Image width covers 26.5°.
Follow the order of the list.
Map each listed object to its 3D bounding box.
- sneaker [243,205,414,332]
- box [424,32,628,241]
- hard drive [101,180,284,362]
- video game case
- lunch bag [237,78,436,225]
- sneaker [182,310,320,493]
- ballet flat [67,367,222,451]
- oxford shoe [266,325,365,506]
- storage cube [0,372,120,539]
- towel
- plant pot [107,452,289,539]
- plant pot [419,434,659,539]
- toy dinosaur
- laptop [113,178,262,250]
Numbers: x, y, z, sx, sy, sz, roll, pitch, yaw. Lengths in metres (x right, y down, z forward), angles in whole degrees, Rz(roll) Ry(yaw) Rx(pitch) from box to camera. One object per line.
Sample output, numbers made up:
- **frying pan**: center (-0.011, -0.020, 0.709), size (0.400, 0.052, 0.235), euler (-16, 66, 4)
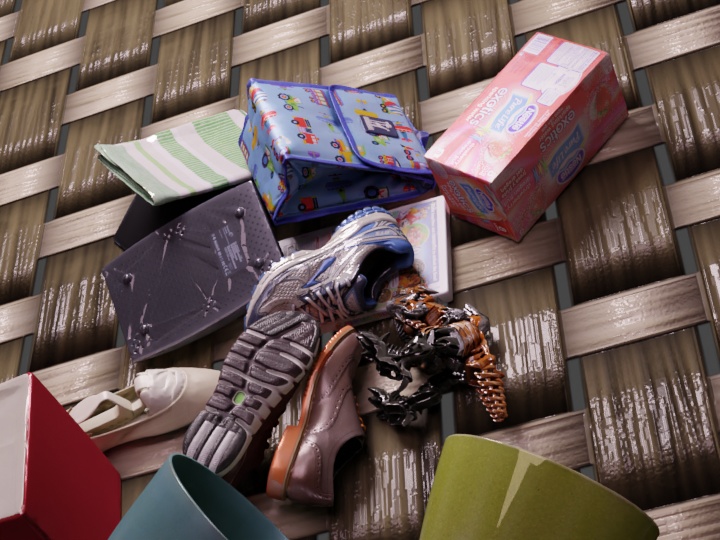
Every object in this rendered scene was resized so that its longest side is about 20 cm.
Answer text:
- **sneaker**: center (-0.030, 0.016, 1.554), size (0.200, 0.077, 0.085), euler (-39, 47, -10)
- **box**: center (0.176, -0.141, 1.599), size (0.102, 0.095, 0.200), euler (24, 65, 42)
- **hard drive**: center (-0.174, 0.005, 1.653), size (0.199, 0.042, 0.135), euler (-30, 64, 12)
- **video game case**: center (0.000, 0.000, 1.619), size (0.199, 0.018, 0.144), euler (-15, 44, 16)
- **lunch bag**: center (-0.017, -0.134, 1.683), size (0.199, 0.094, 0.151), euler (-4, 41, -21)
- **sneaker**: center (-0.105, 0.137, 1.479), size (0.075, 0.116, 0.200), euler (25, 57, 19)
- **ballet flat**: center (-0.234, 0.141, 1.579), size (0.199, 0.070, 0.070), euler (-24, 42, 6)
- **oxford shoe**: center (-0.025, 0.143, 1.475), size (0.072, 0.071, 0.201), euler (16, 56, 10)
- **storage cube**: center (-0.346, 0.236, 1.466), size (0.170, 0.180, 0.201), euler (-20, 44, 11)
- **towel**: center (-0.183, -0.132, 1.746), size (0.199, 0.024, 0.152), euler (-18, 35, -31)
- **plant pot**: center (-0.144, 0.283, 1.305), size (0.161, 0.201, 0.201), euler (-46, 43, 1)
- **plant pot**: center (0.112, 0.261, 1.209), size (0.186, 0.187, 0.201), euler (14, 71, 37)
- **toy dinosaur**: center (0.074, 0.078, 1.456), size (0.135, 0.103, 0.200), euler (-24, 18, -18)
- **laptop**: center (-0.161, -0.074, 1.786), size (0.199, 0.117, 0.187), euler (-17, 35, -31)
